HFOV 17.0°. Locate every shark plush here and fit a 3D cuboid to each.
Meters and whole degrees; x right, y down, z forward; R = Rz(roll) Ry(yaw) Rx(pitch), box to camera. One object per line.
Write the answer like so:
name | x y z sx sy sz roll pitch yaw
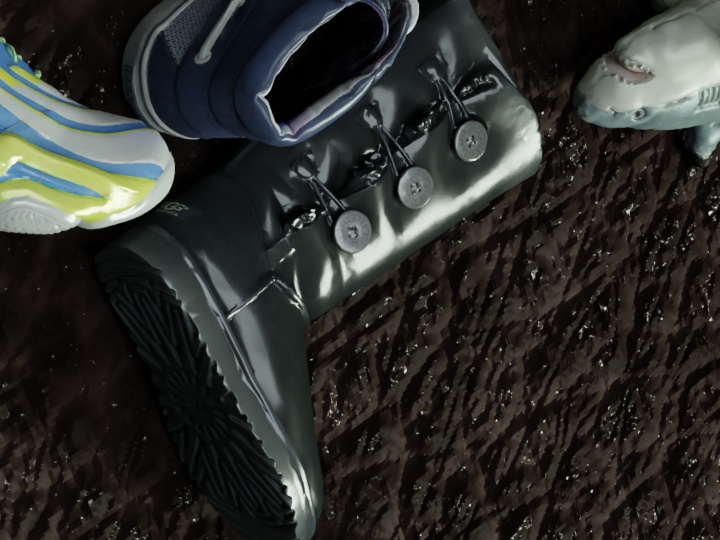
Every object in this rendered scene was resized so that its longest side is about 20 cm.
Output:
shark plush | 0.172 -0.089 1.163 0.083 0.091 0.200 -58 154 10

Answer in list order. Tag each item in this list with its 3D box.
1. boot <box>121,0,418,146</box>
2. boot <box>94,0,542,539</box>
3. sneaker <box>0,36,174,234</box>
boot | 0.002 -0.117 0.962 0.200 0.090 0.073 -46 126 -23
boot | 0.000 -0.001 1.012 0.200 0.066 0.165 -42 126 -32
sneaker | -0.146 -0.071 0.849 0.200 0.076 0.105 -1 105 -40
